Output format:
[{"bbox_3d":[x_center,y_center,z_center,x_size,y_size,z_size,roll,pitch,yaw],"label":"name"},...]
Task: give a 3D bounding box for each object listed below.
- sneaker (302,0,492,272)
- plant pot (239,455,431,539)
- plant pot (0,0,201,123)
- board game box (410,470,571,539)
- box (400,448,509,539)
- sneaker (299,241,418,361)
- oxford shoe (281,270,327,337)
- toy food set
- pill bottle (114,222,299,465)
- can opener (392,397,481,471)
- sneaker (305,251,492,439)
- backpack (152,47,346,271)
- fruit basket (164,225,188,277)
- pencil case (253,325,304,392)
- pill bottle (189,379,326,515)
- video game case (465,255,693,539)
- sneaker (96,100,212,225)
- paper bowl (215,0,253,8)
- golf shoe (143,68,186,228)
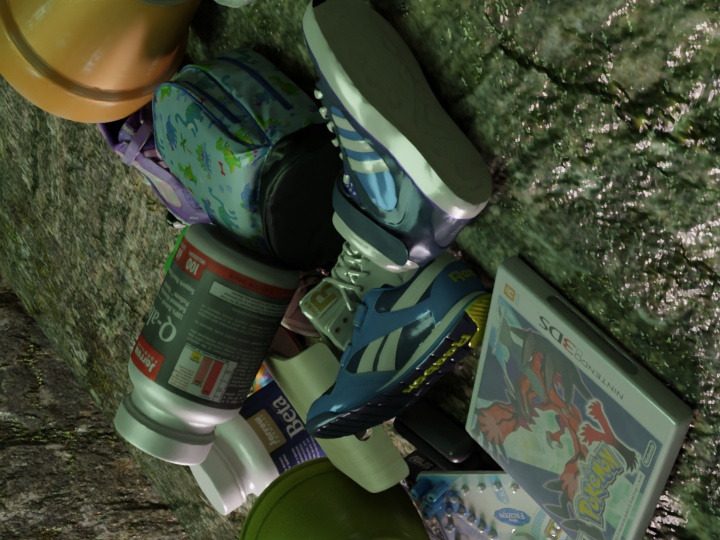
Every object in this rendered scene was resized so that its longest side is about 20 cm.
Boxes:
[{"bbox_3d":[-0.003,-0.090,0.893,0.201,0.080,0.146,52,138,2],"label":"sneaker"},{"bbox_3d":[-0.003,0.294,1.132,0.202,0.199,0.193,62,167,-9],"label":"plant pot"},{"bbox_3d":[-0.227,-0.262,1.088,0.183,0.200,0.202,-24,98,52],"label":"plant pot"},{"bbox_3d":[0.154,0.271,1.064,0.199,0.026,0.202,-10,111,47],"label":"board game box"},{"bbox_3d":[0.123,0.283,1.208,0.199,0.049,0.163,21,138,57],"label":"box"},{"bbox_3d":[0.000,0.000,1.007,0.074,0.115,0.201,40,152,43],"label":"sneaker"},{"bbox_3d":[-0.057,0.025,1.242,0.199,0.074,0.058,25,116,54],"label":"oxford shoe"},{"bbox_3d":[-0.025,0.120,1.117,0.144,0.060,0.200,57,167,-9],"label":"toy food set"},{"bbox_3d":[-0.145,0.068,1.092,0.115,0.202,0.116,25,-172,-4],"label":"pill bottle"},{"bbox_3d":[0.037,0.157,1.203,0.200,0.067,0.054,33,149,49],"label":"can opener"},{"bbox_3d":[0.025,0.063,0.982,0.083,0.200,0.074,55,-163,25],"label":"sneaker"},{"bbox_3d":[-0.098,-0.111,1.066,0.164,0.152,0.201,93,156,-51],"label":"backpack"},{"bbox_3d":[-0.119,-0.002,1.216,0.093,0.187,0.200,22,-172,-40],"label":"fruit basket"},{"bbox_3d":[-0.141,0.061,1.452,0.201,0.088,0.088,58,159,7],"label":"pencil case"},{"bbox_3d":[-0.095,0.188,1.355,0.111,0.199,0.112,46,156,27],"label":"pill bottle"},{"bbox_3d":[0.156,0.116,0.904,0.182,0.023,0.201,45,147,33],"label":"video game case"},{"bbox_3d":[-0.201,-0.117,1.196,0.200,0.081,0.088,41,-178,28],"label":"sneaker"},{"bbox_3d":[-0.124,-0.298,0.898,0.201,0.104,0.202,48,157,28],"label":"paper bowl"},{"bbox_3d":[-0.201,-0.136,1.305,0.078,0.094,0.202,28,142,54],"label":"golf shoe"}]
